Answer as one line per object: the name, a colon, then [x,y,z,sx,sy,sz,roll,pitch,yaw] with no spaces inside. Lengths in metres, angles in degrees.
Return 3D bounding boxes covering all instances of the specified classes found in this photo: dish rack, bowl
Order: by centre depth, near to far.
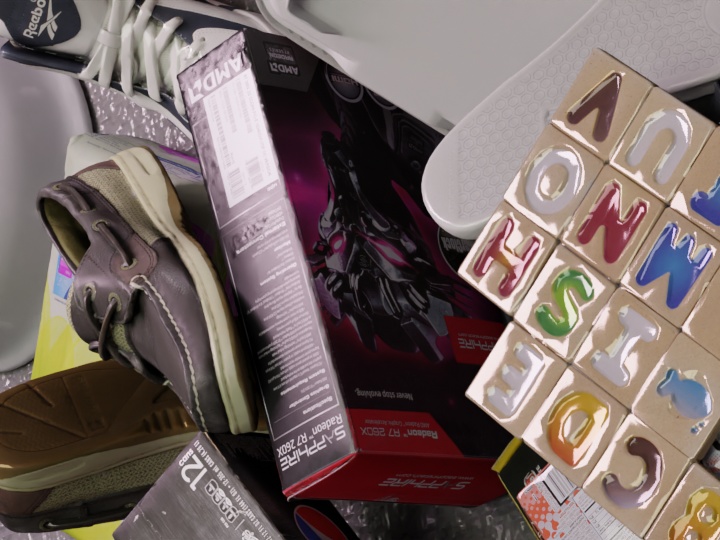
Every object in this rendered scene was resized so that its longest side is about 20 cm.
dish rack: [0.056,-0.138,1.071,0.200,0.171,0.044,-56,6,33]
bowl: [-0.236,-0.044,1.463,0.201,0.090,0.202,-5,84,50]

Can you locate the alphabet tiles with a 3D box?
alphabet tiles: [0.121,0.007,0.921,0.200,0.008,0.168,39,102,40]

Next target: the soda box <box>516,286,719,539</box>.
soda box: [0.151,0.041,0.937,0.200,0.068,0.064,-47,55,17]

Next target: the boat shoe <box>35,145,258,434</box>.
boat shoe: [-0.097,0.014,1.169,0.201,0.066,0.072,-120,17,-53]

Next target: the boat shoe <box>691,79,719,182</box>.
boat shoe: [0.142,-0.037,0.968,0.200,0.062,0.075,-42,27,9]

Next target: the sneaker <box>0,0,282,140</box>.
sneaker: [-0.117,-0.112,1.291,0.199,0.129,0.080,51,126,38]

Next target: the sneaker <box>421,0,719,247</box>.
sneaker: [0.126,-0.062,1.052,0.200,0.099,0.071,-36,52,8]

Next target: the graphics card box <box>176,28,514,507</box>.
graphics card box: [0.000,0.000,1.147,0.051,0.125,0.201,-32,64,36]

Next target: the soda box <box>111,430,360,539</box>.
soda box: [-0.016,0.161,1.116,0.071,0.063,0.200,-49,62,19]

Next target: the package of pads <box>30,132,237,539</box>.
package of pads: [-0.097,0.045,1.309,0.154,0.068,0.201,22,106,50]

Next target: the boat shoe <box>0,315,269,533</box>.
boat shoe: [-0.076,0.071,1.209,0.065,0.199,0.073,90,166,-45]

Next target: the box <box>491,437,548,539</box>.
box: [0.150,0.097,1.025,0.160,0.049,0.200,-55,50,30]
